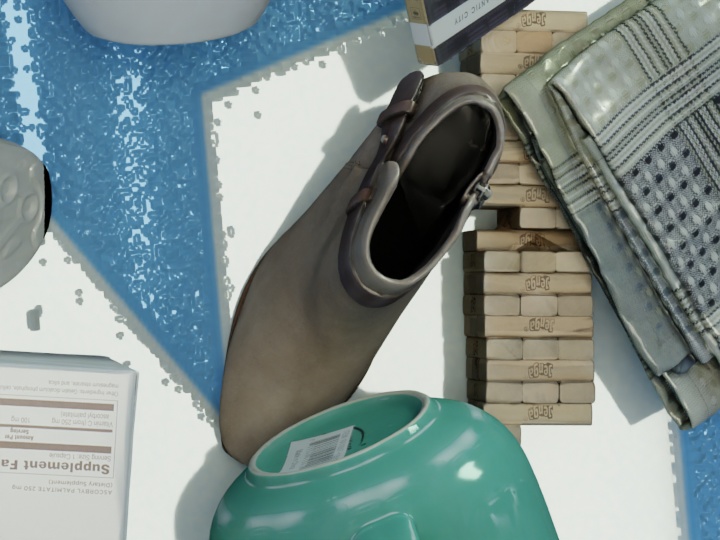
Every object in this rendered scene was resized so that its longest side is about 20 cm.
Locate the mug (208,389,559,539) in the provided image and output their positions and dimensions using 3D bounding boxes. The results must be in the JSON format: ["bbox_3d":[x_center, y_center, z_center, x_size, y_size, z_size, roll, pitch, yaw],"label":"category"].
[{"bbox_3d":[0.019,0.122,1.225,0.152,0.185,0.115,-29,105,-35],"label":"mug"}]

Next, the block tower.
[{"bbox_3d":[0.078,-0.019,1.312,0.057,0.054,0.201,1,89,-8],"label":"block tower"}]

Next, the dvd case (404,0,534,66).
[{"bbox_3d":[0.055,-0.213,1.246,0.149,0.016,0.201,-36,123,-40],"label":"dvd case"}]

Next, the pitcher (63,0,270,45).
[{"bbox_3d":[-0.064,-0.207,1.237,0.170,0.121,0.201,1,110,6],"label":"pitcher"}]

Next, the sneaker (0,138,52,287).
[{"bbox_3d":[-0.252,-0.028,1.248,0.146,0.200,0.081,16,113,33],"label":"sneaker"}]

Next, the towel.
[{"bbox_3d":[0.181,-0.051,1.307,0.200,0.034,0.193,-35,103,-22],"label":"towel"}]

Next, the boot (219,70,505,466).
[{"bbox_3d":[0.000,0.000,1.252,0.070,0.146,0.201,26,85,-9],"label":"boot"}]

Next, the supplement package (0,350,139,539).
[{"bbox_3d":[-0.204,0.089,1.210,0.199,0.156,0.112,4,90,-9],"label":"supplement package"}]
